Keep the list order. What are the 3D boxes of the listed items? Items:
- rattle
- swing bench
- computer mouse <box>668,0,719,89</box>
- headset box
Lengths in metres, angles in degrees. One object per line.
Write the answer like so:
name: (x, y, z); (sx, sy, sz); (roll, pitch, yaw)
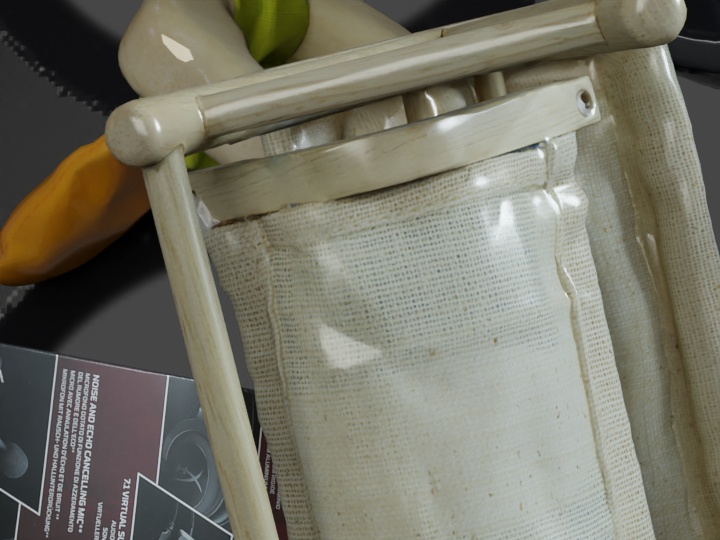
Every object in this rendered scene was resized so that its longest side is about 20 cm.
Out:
rattle: (0.000, 0.000, 0.862); (0.200, 0.130, 0.143); (32, 97, -7)
swing bench: (0.037, 0.037, 0.699); (0.129, 0.200, 0.200); (-13, 94, 8)
computer mouse: (0.168, -0.102, 0.859); (0.199, 0.053, 0.139); (-16, 61, 2)
headset box: (-0.093, 0.070, 0.797); (0.149, 0.199, 0.078); (-12, 68, 58)
